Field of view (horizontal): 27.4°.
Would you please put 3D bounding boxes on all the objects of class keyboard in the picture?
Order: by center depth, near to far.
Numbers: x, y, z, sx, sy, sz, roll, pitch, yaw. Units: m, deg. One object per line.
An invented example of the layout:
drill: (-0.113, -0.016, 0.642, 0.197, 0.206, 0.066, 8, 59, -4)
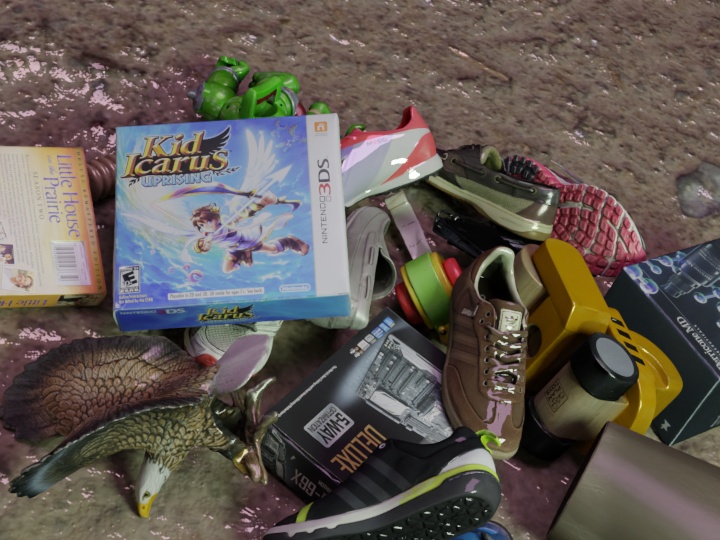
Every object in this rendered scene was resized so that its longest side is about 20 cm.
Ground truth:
keyboard: (0.144, -0.015, 1.474, 0.199, 0.040, 0.104, 9, 24, -48)

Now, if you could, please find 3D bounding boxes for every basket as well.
basket: (0.269, 0.224, 1.239, 0.199, 0.137, 0.180, 28, 40, 8)

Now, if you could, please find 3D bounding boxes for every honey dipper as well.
honey dipper: (-0.290, -0.060, 1.324, 0.199, 0.038, 0.038, -28, 63, -40)

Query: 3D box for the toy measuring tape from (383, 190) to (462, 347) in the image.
toy measuring tape: (0.057, -0.011, 1.412, 0.073, 0.074, 0.201, -1, 51, -27)

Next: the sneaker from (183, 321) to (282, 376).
sneaker: (-0.094, 0.018, 1.303, 0.077, 0.082, 0.200, 27, 41, 2)

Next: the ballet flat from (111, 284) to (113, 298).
ballet flat: (-0.135, -0.024, 1.325, 0.067, 0.071, 0.200, 17, 59, 49)

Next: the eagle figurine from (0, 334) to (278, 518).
eagle figurine: (-0.168, 0.117, 1.132, 0.199, 0.152, 0.152, 15, 62, -20)

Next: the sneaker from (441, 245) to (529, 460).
sneaker: (0.112, 0.065, 1.282, 0.070, 0.076, 0.201, 10, 48, -17)

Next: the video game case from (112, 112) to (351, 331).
video game case: (-0.111, -0.044, 1.266, 0.198, 0.046, 0.182, -4, 61, -1)

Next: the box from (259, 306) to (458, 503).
box: (0.023, 0.138, 1.260, 0.157, 0.050, 0.200, 38, 42, 13)

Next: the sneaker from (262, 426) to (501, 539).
sneaker: (0.019, 0.176, 1.144, 0.199, 0.072, 0.083, -19, 46, 12)

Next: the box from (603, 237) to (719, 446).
box: (0.346, 0.063, 1.460, 0.199, 0.107, 0.149, -15, 56, -36)

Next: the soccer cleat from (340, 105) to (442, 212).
soccer cleat: (-0.018, -0.095, 1.415, 0.199, 0.068, 0.074, -22, 97, -19)

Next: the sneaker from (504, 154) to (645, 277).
sneaker: (0.224, -0.059, 1.520, 0.074, 0.081, 0.200, 13, 21, -44)

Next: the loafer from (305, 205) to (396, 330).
loafer: (0.000, 0.000, 1.367, 0.069, 0.070, 0.200, 23, 31, 4)

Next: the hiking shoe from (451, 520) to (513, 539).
hiking shoe: (0.069, 0.249, 1.139, 0.074, 0.087, 0.200, 39, 42, 15)

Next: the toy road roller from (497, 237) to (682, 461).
toy road roller: (0.206, 0.081, 1.368, 0.145, 0.123, 0.201, 12, 41, -37)

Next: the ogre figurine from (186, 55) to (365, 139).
ogre figurine: (-0.090, -0.154, 1.476, 0.200, 0.098, 0.120, 50, 33, 10)

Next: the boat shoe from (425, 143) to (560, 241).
boat shoe: (0.123, -0.098, 1.518, 0.199, 0.065, 0.073, 32, 14, 27)

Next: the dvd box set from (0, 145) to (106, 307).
dvd box set: (-0.324, -0.039, 1.254, 0.199, 0.029, 0.147, -2, 66, -29)
